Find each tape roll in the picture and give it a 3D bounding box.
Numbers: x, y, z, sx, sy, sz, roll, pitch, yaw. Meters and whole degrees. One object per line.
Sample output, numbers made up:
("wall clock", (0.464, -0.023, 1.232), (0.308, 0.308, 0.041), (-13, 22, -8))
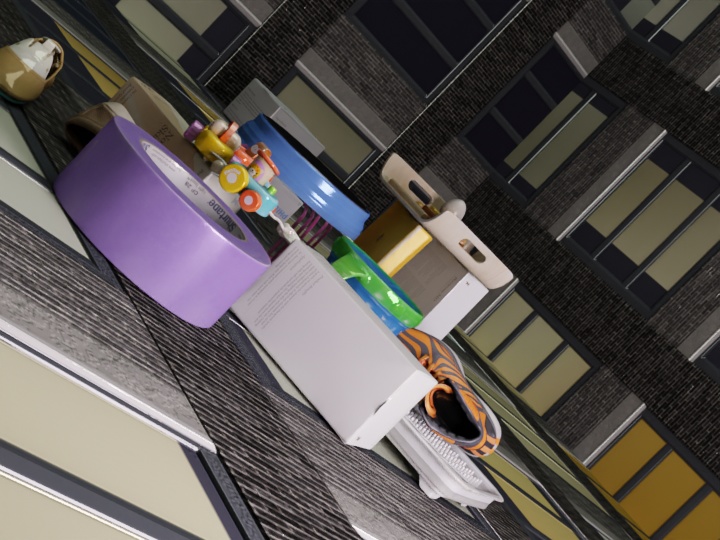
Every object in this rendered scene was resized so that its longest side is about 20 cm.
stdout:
("tape roll", (-0.183, -0.045, 1.143), (0.200, 0.085, 0.200), (45, 4, -4))

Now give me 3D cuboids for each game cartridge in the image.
("game cartridge", (0.000, 0.000, 1.603), (0.032, 0.200, 0.176), (44, 5, -15))

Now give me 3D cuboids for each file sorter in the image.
("file sorter", (-0.128, -0.076, 1.618), (0.139, 0.125, 0.200), (45, 5, 8))

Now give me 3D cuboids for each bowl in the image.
("bowl", (-0.067, -0.121, 1.529), (0.201, 0.039, 0.201), (43, 5, -5))

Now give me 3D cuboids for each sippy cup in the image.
("sippy cup", (-0.018, 0.052, 1.428), (0.178, 0.130, 0.140), (42, 6, -28))

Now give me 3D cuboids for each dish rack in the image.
("dish rack", (0.079, 0.212, 1.418), (0.172, 0.044, 0.200), (46, 5, 25))

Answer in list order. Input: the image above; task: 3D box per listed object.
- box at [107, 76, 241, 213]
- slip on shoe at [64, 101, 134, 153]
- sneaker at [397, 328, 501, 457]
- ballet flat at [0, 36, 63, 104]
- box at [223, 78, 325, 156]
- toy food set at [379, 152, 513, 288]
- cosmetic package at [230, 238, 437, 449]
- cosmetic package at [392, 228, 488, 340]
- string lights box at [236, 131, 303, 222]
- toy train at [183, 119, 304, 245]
("box", (-0.223, -0.122, 1.399), (0.200, 0.095, 0.078), (47, 6, 35))
("slip on shoe", (-0.238, -0.098, 1.285), (0.060, 0.076, 0.200), (-18, 64, -43))
("sneaker", (0.089, 0.133, 1.462), (0.200, 0.078, 0.112), (46, 3, 25))
("ballet flat", (-0.358, -0.225, 1.316), (0.069, 0.063, 0.200), (43, 5, -15))
("box", (-0.230, -0.374, 3.255), (0.200, 0.131, 0.199), (41, 7, -40))
("toy food set", (0.114, -0.070, 1.598), (0.143, 0.060, 0.200), (42, 5, -32))
("cosmetic package", (-0.029, 0.077, 1.272), (0.200, 0.108, 0.085), (48, 5, 21))
("cosmetic package", (0.065, 0.054, 1.687), (0.052, 0.200, 0.151), (41, 7, -30))
("string lights box", (-0.198, -0.183, 2.327), (0.103, 0.059, 0.200), (41, 6, -47))
("toy train", (-0.114, -0.110, 1.344), (0.150, 0.056, 0.200), (37, 9, -40))
